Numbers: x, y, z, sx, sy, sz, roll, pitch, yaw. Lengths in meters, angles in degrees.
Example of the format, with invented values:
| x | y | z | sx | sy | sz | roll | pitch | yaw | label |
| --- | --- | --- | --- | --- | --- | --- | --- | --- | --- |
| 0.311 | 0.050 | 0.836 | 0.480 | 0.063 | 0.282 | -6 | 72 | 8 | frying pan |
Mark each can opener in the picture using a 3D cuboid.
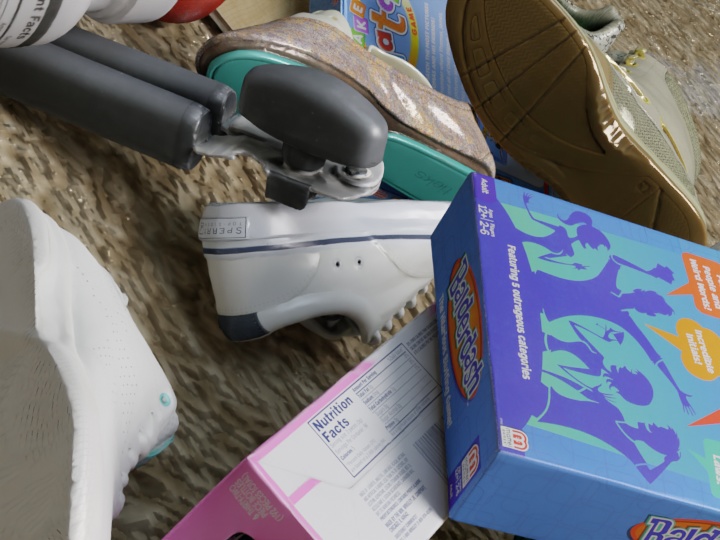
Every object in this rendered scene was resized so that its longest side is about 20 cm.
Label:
| x | y | z | sx | sy | sz | roll | pitch | yaw | label |
| --- | --- | --- | --- | --- | --- | --- | --- | --- | --- |
| -0.077 | -0.080 | 0.754 | 0.199 | 0.067 | 0.053 | 19 | 28 | 14 | can opener |

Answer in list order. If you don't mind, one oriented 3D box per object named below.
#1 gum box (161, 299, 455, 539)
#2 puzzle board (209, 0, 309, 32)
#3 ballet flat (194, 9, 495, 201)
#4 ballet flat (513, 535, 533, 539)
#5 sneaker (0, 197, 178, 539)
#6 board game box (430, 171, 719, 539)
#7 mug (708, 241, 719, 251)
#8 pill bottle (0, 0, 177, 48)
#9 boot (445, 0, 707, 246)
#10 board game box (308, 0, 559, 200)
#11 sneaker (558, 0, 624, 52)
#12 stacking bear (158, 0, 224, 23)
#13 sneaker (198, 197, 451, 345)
| x | y | z | sx | sy | sz | roll | pitch | yaw | label |
| --- | --- | --- | --- | --- | --- | --- | --- | --- | --- |
| -0.013 | 0.093 | 0.648 | 0.066 | 0.114 | 0.200 | 48 | 31 | 5 | gum box |
| -0.015 | -0.173 | 0.992 | 0.151 | 0.017 | 0.200 | 52 | 48 | 0 | puzzle board |
| -0.008 | -0.092 | 0.841 | 0.200 | 0.068 | 0.068 | 28 | 50 | -43 | ballet flat |
| 0.087 | 0.130 | 0.694 | 0.069 | 0.069 | 0.201 | 29 | 74 | -24 | ballet flat |
| -0.104 | 0.061 | 0.629 | 0.088 | 0.075 | 0.201 | 34 | 31 | -39 | sneaker |
| 0.129 | 0.051 | 0.661 | 0.199 | 0.045 | 0.153 | 17 | 41 | -17 | board game box |
| 0.194 | 0.065 | 0.906 | 0.199 | 0.148 | 0.175 | 31 | 34 | 10 | mug |
| -0.178 | -0.152 | 0.696 | 0.199 | 0.116 | 0.116 | -7 | 58 | -37 | pill bottle |
| 0.128 | -0.102 | 0.937 | 0.200 | 0.072 | 0.155 | 50 | 25 | -11 | boot |
| 0.055 | -0.085 | 0.962 | 0.199 | 0.037 | 0.152 | 21 | 58 | -35 | board game box |
| 0.096 | -0.181 | 1.105 | 0.199 | 0.089 | 0.077 | 18 | 40 | -34 | sneaker |
| -0.141 | -0.199 | 0.839 | 0.200 | 0.121 | 0.114 | 31 | 61 | -37 | stacking bear |
| 0.000 | 0.000 | 0.815 | 0.199 | 0.073 | 0.071 | -3 | 95 | -42 | sneaker |
